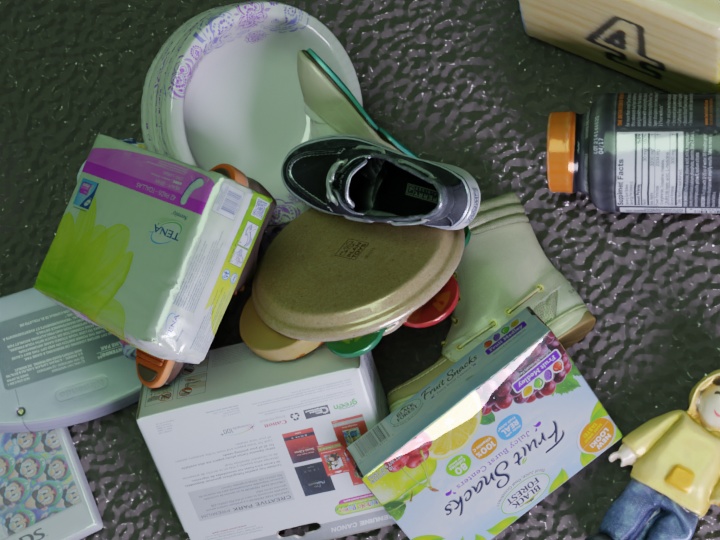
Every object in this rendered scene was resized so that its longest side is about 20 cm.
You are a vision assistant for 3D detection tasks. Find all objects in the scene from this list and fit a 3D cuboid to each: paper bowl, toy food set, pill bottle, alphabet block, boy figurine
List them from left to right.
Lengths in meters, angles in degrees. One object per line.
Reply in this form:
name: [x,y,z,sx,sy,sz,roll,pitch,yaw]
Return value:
paper bowl: [-0.105,-0.141,1.563,0.200,0.104,0.202,-1,92,-31]
toy food set: [0.000,0.000,1.468,0.197,0.049,0.200,-1,41,27]
alphabet block: [0.264,-0.287,1.512,0.199,0.196,0.196,23,82,16]
pill bottle: [0.264,-0.104,1.509,0.199,0.106,0.107,2,76,11]
boy figurine: [0.278,0.172,1.456,0.124,0.064,0.200,35,87,20]

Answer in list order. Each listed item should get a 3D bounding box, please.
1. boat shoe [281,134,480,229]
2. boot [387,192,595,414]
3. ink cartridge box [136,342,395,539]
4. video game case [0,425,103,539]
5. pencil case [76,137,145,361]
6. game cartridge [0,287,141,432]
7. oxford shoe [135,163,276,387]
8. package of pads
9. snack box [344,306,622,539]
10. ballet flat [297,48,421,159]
boat shoe: [0.002,-0.073,1.444,0.199,0.068,0.072,17,100,35]
boot: [0.088,0.033,1.526,0.199,0.072,0.155,-28,72,-3]
ink cartridge box: [-0.073,0.152,1.502,0.199,0.176,0.084,-13,31,7]
video game case: [-0.355,0.185,1.597,0.181,0.024,0.201,-25,72,3]
pencil case: [-0.194,-0.016,1.557,0.090,0.083,0.201,-7,69,-27]
game cartridge: [-0.267,0.073,1.589,0.199,0.042,0.134,-17,76,-4]
oxford shoe: [-0.128,0.013,1.472,0.071,0.073,0.201,22,86,49]
package of pads: [-0.179,-0.018,1.430,0.199,0.068,0.155,19,85,47]
snack box: [0.106,0.147,1.457,0.200,0.142,0.053,-38,33,0]
ballet flat: [-0.002,-0.113,1.536,0.200,0.069,0.070,42,84,-26]
